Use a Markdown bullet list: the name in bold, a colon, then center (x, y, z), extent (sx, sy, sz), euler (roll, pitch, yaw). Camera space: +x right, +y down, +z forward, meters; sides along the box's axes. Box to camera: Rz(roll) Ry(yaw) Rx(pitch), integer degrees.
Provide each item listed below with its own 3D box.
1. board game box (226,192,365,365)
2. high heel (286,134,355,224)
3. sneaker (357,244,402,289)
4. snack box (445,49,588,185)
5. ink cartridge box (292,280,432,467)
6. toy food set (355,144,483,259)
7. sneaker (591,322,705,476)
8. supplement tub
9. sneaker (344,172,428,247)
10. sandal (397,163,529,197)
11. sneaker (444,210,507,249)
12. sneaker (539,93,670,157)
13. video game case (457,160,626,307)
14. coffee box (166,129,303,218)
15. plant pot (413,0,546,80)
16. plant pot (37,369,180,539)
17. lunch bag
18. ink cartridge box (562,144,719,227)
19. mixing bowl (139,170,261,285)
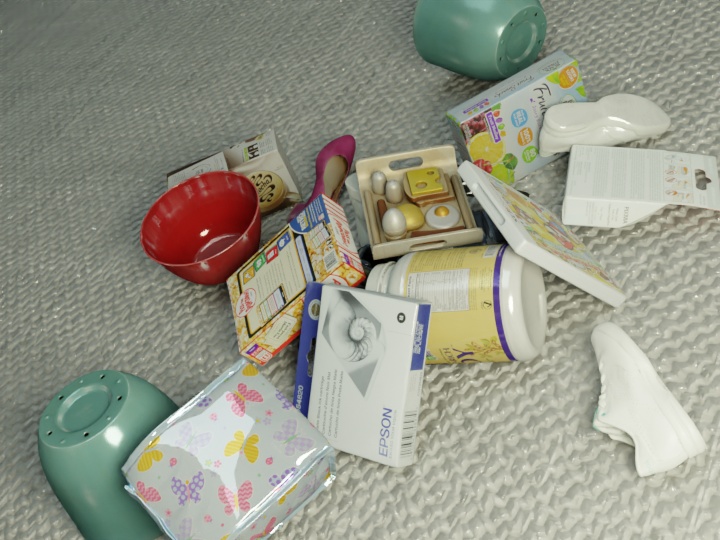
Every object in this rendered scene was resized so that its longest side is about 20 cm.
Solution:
- **board game box**: center (-0.094, 0.011, 1.357), extent (0.200, 0.046, 0.152), euler (-40, 40, 21)
- **high heel**: center (-0.040, -0.144, 1.607), extent (0.096, 0.067, 0.200), euler (4, 51, 47)
- **sneaker**: center (0.000, 0.000, 1.410), extent (0.200, 0.081, 0.074), euler (-3, 42, 27)
- **snack box**: center (0.242, -0.218, 1.481), extent (0.200, 0.142, 0.053), euler (-29, 37, -5)
- **ink cartridge box**: center (-0.014, 0.120, 1.210), extent (0.200, 0.200, 0.041), euler (9, 4, 38)
- **toy food set**: center (0.074, -0.097, 1.325), extent (0.143, 0.060, 0.200), euler (-10, 42, 0)
- **sneaker**: center (0.288, 0.138, 1.087), extent (0.088, 0.075, 0.200), euler (-34, 38, 8)
- **supplement tub**: center (0.120, 0.044, 1.237), extent (0.200, 0.145, 0.145), euler (-5, 42, 25)
- **sneaker**: center (0.048, -0.058, 1.427), extent (0.074, 0.116, 0.200), euler (-22, 34, -15)
- **sandal**: center (0.145, -0.131, 1.435), extent (0.200, 0.045, 0.075), euler (6, 3, 3)
- **sneaker**: center (0.163, -0.066, 1.407), extent (0.146, 0.077, 0.202), euler (-15, 29, -2)
- **sneaker**: center (0.355, -0.205, 1.464), extent (0.200, 0.089, 0.075), euler (-5, 50, -12)
- **video game case**: center (0.227, -0.047, 1.246), extent (0.023, 0.200, 0.182), euler (-50, 38, 19)
- **coffee box**: center (-0.213, -0.141, 1.671), extent (0.200, 0.113, 0.080), euler (-22, 37, 4)
- **plant pot**: center (0.216, -0.416, 1.686), extent (0.201, 0.201, 0.161), euler (-39, 53, -18)
- **plant pot**: center (-0.311, 0.224, 1.256), extent (0.200, 0.161, 0.201), euler (-15, 39, 13)
- **lunch bag**: center (-0.154, 0.234, 1.153), extent (0.170, 0.127, 0.200), euler (40, 64, 22)
- **ink cartridge box**: center (0.382, -0.113, 1.352), extent (0.200, 0.047, 0.160), euler (7, 34, 12)
- **mixing bowl**: center (-0.236, -0.050, 1.571), extent (0.200, 0.108, 0.200), euler (-11, 47, 11)
